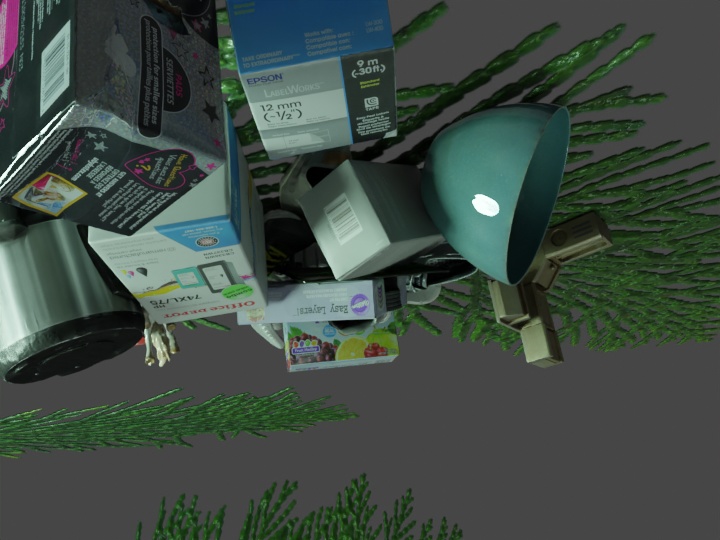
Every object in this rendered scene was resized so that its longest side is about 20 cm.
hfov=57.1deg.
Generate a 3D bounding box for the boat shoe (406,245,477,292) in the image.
[{"bbox_3d":[0.095,-0.005,1.060,0.194,0.072,0.072,-13,127,-3],"label":"boat shoe"}]

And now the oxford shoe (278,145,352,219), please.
[{"bbox_3d":[-0.057,-0.103,0.820,0.073,0.060,0.200,-2,157,-21],"label":"oxford shoe"}]

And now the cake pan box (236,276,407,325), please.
[{"bbox_3d":[-0.041,0.034,0.885,0.193,0.054,0.184,-4,-177,16],"label":"cake pan box"}]

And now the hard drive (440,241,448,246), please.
[{"bbox_3d":[0.103,-0.052,0.963,0.193,0.044,0.135,-7,180,-10],"label":"hard drive"}]

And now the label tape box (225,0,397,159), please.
[{"bbox_3d":[-0.040,-0.192,0.608,0.138,0.068,0.201,-10,159,1],"label":"label tape box"}]

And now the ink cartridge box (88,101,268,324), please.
[{"bbox_3d":[-0.192,-0.055,0.743,0.142,0.150,0.201,-9,153,0],"label":"ink cartridge box"}]

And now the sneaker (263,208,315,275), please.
[{"bbox_3d":[-0.131,-0.017,0.905,0.074,0.087,0.197,32,146,-34],"label":"sneaker"}]

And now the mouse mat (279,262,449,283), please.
[{"bbox_3d":[0.000,0.000,0.860,0.194,0.008,0.160,-3,-174,-18],"label":"mouse mat"}]

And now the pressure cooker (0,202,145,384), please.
[{"bbox_3d":[-0.358,0.008,0.771,0.176,0.205,0.175,-11,163,-44],"label":"pressure cooker"}]

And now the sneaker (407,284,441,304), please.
[{"bbox_3d":[0.039,0.030,1.147,0.193,0.080,0.082,4,-179,0],"label":"sneaker"}]

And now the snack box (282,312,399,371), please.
[{"bbox_3d":[-0.038,0.094,1.169,0.193,0.147,0.053,-4,159,-14],"label":"snack box"}]

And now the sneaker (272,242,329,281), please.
[{"bbox_3d":[-0.052,-0.007,1.038,0.193,0.069,0.091,-1,159,-10],"label":"sneaker"}]

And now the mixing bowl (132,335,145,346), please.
[{"bbox_3d":[-0.399,0.050,0.950,0.193,0.112,0.200,-3,169,-1],"label":"mixing bowl"}]

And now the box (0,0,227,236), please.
[{"bbox_3d":[-0.177,-0.152,0.469,0.130,0.206,0.113,-25,155,35],"label":"box"}]

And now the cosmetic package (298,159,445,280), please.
[{"bbox_3d":[0.026,-0.063,0.790,0.089,0.109,0.199,-33,168,24],"label":"cosmetic package"}]

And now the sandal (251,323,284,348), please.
[{"bbox_3d":[-0.172,0.091,1.228,0.050,0.082,0.204,-49,160,-15],"label":"sandal"}]

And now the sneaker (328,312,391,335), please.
[{"bbox_3d":[-0.052,0.056,1.059,0.193,0.078,0.115,3,-167,15],"label":"sneaker"}]

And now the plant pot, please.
[{"bbox_3d":[0.147,-0.102,0.770,0.132,0.205,0.200,20,169,25],"label":"plant pot"}]

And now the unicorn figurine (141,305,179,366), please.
[{"bbox_3d":[-0.268,0.030,0.882,0.072,0.140,0.201,7,138,-32],"label":"unicorn figurine"}]

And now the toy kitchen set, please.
[{"bbox_3d":[0.321,0.028,1.077,0.177,0.206,0.161,-23,155,31],"label":"toy kitchen set"}]
